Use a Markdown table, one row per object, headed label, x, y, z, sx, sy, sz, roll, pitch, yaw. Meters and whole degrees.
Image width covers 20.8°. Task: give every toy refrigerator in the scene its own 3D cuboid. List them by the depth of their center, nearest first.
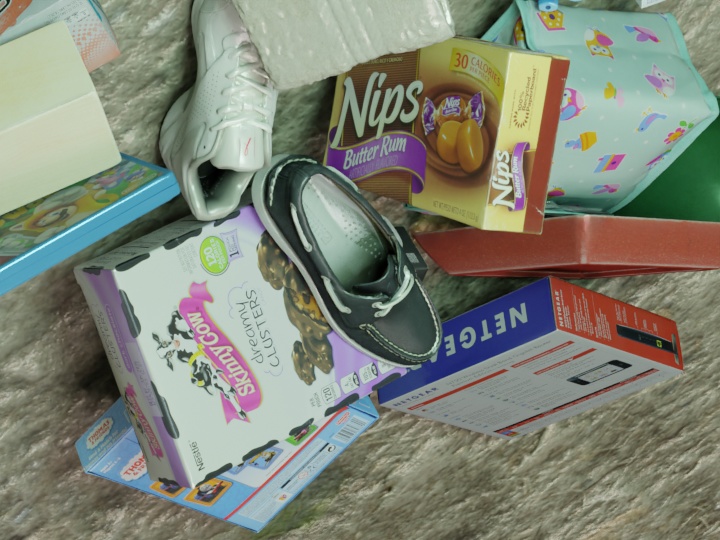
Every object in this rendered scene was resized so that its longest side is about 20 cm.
| label | x | y | z | sx | sy | sz | roll | pitch | yaw |
| --- | --- | --- | --- | --- | --- | --- | --- | --- | --- |
| toy refrigerator | -0.254 | -0.072 | 1.197 | 0.198 | 0.070 | 0.076 | -24 | 148 | -6 |

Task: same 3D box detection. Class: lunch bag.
| label | x | y | z | sx | sy | sz | roll | pitch | yaw |
| --- | --- | --- | --- | --- | --- | --- | --- | --- | --- |
| lunch bag | 0.141 | -0.099 | 1.483 | 0.169 | 0.123 | 0.200 | 1 | 145 | -36 |

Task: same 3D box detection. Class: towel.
| label | x | y | z | sx | sy | sz | roll | pitch | yaw |
| --- | --- | --- | --- | --- | --- | --- | --- | --- | --- |
| towel | -0.035 | -0.215 | 1.228 | 0.131 | 0.035 | 0.201 | -15 | 119 | 19 |

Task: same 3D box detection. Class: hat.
| label | x | y | z | sx | sy | sz | roll | pitch | yaw |
| --- | --- | --- | --- | --- | --- | --- | --- | --- | --- |
| hat | 0.307 | -0.031 | 1.612 | 0.164 | 0.177 | 0.201 | -9 | 137 | -25 |

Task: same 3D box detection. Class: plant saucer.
| label | x | y | z | sx | sy | sz | roll | pitch | yaw |
| --- | --- | --- | --- | --- | --- | --- | --- | --- | --- |
| plant saucer | 0.176 | -0.016 | 1.549 | 0.198 | 0.037 | 0.199 | 2 | 175 | -39 |

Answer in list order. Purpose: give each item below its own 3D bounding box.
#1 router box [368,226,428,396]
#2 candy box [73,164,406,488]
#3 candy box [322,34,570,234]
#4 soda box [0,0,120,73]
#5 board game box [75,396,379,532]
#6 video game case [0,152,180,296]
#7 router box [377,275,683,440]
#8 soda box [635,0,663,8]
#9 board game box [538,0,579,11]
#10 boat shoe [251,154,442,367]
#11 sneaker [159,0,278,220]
| label | x | y | z | sx | sy | sz | roll | pitch | yaw |
| --- | --- | --- | --- | --- | --- | --- | --- | --- | --- |
| router box | -0.063 | 0.042 | 1.556 | 0.198 | 0.052 | 0.158 | -3 | 134 | -30 |
| candy box | -0.084 | 0.038 | 1.418 | 0.199 | 0.071 | 0.169 | -27 | 105 | -30 |
| candy box | 0.054 | -0.102 | 1.333 | 0.056 | 0.199 | 0.118 | 3 | 102 | -35 |
| soda box | -0.256 | -0.127 | 1.241 | 0.199 | 0.064 | 0.069 | -31 | 142 | -1 |
| board game box | -0.102 | 0.126 | 1.548 | 0.151 | 0.037 | 0.199 | -44 | 139 | 18 |
| video game case | -0.216 | -0.040 | 1.242 | 0.142 | 0.199 | 0.018 | -32 | 116 | -21 |
| router box | 0.142 | 0.079 | 1.665 | 0.199 | 0.049 | 0.179 | -25 | 150 | 36 |
| soda box | 0.211 | -0.284 | 1.364 | 0.063 | 0.068 | 0.201 | -19 | 141 | -11 |
| board game box | 0.175 | -0.269 | 1.300 | 0.198 | 0.026 | 0.200 | -13 | 136 | 23 |
| boat shoe | 0.000 | 0.000 | 1.389 | 0.200 | 0.060 | 0.076 | 45 | 73 | -29 |
| sneaker | -0.079 | -0.116 | 1.331 | 0.077 | 0.100 | 0.201 | 1 | 132 | -20 |
